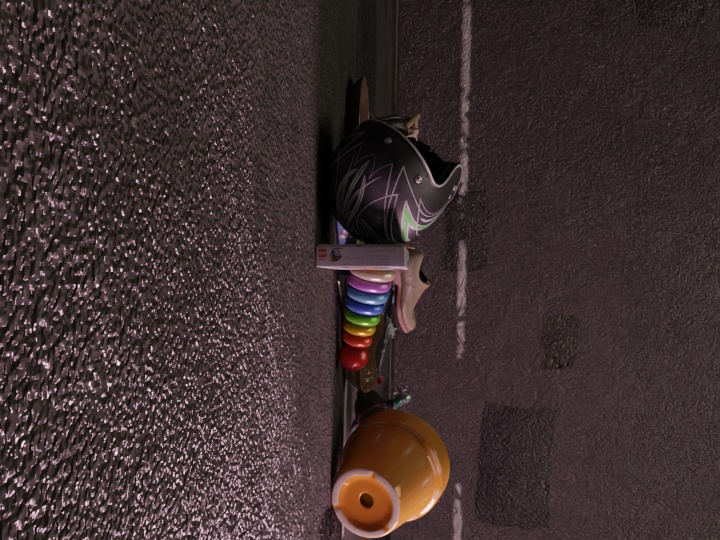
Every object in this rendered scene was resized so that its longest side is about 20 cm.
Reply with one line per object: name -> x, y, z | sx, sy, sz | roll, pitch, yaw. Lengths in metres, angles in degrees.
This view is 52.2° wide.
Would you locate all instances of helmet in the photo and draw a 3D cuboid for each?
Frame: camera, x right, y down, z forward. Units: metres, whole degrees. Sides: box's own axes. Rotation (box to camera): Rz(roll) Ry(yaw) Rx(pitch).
helmet -> 0.040, -0.133, 1.111 | 0.190, 0.200, 0.201 | -25, 121, -48

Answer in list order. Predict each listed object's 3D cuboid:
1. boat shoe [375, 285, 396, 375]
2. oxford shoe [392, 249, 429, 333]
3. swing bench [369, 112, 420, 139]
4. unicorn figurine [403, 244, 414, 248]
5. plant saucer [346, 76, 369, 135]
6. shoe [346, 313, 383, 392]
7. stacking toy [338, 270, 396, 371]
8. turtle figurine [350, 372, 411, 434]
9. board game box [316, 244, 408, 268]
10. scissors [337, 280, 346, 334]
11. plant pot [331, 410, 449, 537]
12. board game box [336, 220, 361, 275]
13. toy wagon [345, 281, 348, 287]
boat shoe -> 0.042, 0.121, 1.527 | 0.072, 0.068, 0.201 | 166, -58, -74
oxford shoe -> 0.106, 0.046, 1.505 | 0.071, 0.074, 0.201 | -91, 174, -53
swing bench -> 0.070, -0.241, 1.715 | 0.200, 0.129, 0.200 | -79, 169, -58
unicorn figurine -> 0.028, -0.107, 1.509 | 0.200, 0.074, 0.138 | 6, 70, -65
plant saucer -> -0.004, -0.278, 1.449 | 0.200, 0.029, 0.201 | 1, 90, -85
shoe -> 0.000, 0.137, 1.403 | 0.070, 0.053, 0.201 | -15, 117, -39
stacking toy -> 0.001, 0.081, 1.288 | 0.085, 0.085, 0.201 | -71, 174, -73
turtle figurine -> 0.030, 0.301, 1.499 | 0.101, 0.150, 0.200 | 39, 24, -43
board game box -> 0.009, -0.019, 1.124 | 0.200, 0.126, 0.035 | 9, 81, -84
scissors -> -0.031, 0.052, 1.332 | 0.200, 0.014, 0.073 | 82, 13, -52
plant pot -> 0.041, 0.375, 1.310 | 0.183, 0.199, 0.201 | -24, 116, -67
board game box -> -0.018, -0.110, 1.307 | 0.136, 0.034, 0.201 | -82, 172, -52
toy wagon -> 0.000, 0.000, 1.488 | 0.155, 0.039, 0.201 | 78, 15, -69
